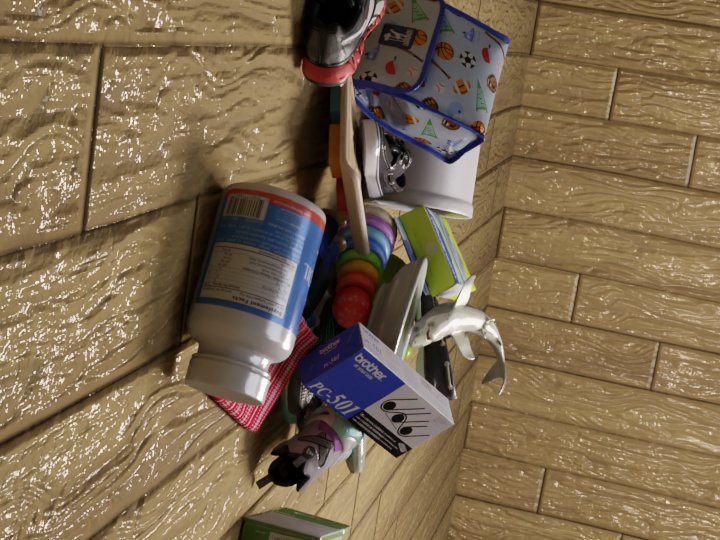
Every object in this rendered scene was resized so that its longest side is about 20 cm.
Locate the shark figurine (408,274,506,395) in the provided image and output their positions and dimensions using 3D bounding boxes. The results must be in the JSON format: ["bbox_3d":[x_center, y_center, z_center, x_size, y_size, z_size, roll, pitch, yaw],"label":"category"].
[{"bbox_3d":[0.145,0.081,1.838,0.213,0.089,0.130,31,79,-40],"label":"shark figurine"}]

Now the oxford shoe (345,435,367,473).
[{"bbox_3d":[0.004,0.174,1.770,0.075,0.057,0.204,162,-70,-70],"label":"oxford shoe"}]

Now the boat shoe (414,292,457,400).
[{"bbox_3d":[0.109,0.095,1.901,0.074,0.059,0.203,78,11,-65],"label":"boat shoe"}]

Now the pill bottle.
[{"bbox_3d":[-0.109,0.025,1.290,0.112,0.111,0.203,60,44,-72],"label":"pill bottle"}]

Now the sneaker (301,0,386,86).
[{"bbox_3d":[-0.015,-0.310,1.512,0.099,0.070,0.202,89,18,-52],"label":"sneaker"}]

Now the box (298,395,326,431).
[{"bbox_3d":[-0.051,0.164,1.841,0.201,0.037,0.138,82,23,-56],"label":"box"}]

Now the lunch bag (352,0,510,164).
[{"bbox_3d":[0.084,-0.269,1.738,0.124,0.198,0.172,-34,-145,59],"label":"lunch bag"}]

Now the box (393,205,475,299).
[{"bbox_3d":[0.108,-0.023,1.864,0.123,0.047,0.200,67,11,8],"label":"box"}]

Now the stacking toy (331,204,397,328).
[{"bbox_3d":[0.000,0.000,1.731,0.201,0.084,0.086,-80,173,-52],"label":"stacking toy"}]

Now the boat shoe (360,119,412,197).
[{"bbox_3d":[0.036,-0.146,1.717,0.200,0.065,0.071,80,4,-70],"label":"boat shoe"}]

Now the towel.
[{"bbox_3d":[-0.107,0.105,1.486,0.146,0.022,0.200,-58,163,-11],"label":"towel"}]

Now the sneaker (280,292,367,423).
[{"bbox_3d":[-0.045,0.112,1.697,0.078,0.090,0.202,82,23,-54],"label":"sneaker"}]

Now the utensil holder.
[{"bbox_3d":[0.096,-0.189,1.906,0.170,0.167,0.203,18,81,-77],"label":"utensil holder"}]

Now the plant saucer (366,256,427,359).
[{"bbox_3d":[0.038,0.074,1.689,0.200,0.049,0.203,17,90,-84],"label":"plant saucer"}]

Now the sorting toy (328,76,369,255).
[{"bbox_3d":[-0.018,-0.147,1.633,0.186,0.036,0.203,81,3,-58],"label":"sorting toy"}]

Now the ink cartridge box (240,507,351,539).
[{"bbox_3d":[-0.084,0.357,1.708,0.200,0.102,0.060,31,71,-77],"label":"ink cartridge box"}]

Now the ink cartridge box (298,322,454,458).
[{"bbox_3d":[0.021,0.149,1.584,0.200,0.093,0.045,43,24,-39],"label":"ink cartridge box"}]

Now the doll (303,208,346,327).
[{"bbox_3d":[-0.063,0.013,1.630,0.201,0.048,0.138,-65,160,-50],"label":"doll"}]

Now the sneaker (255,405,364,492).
[{"bbox_3d":[-0.077,0.239,1.678,0.139,0.078,0.200,-37,171,-17],"label":"sneaker"}]

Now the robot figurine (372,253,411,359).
[{"bbox_3d":[0.021,0.056,1.891,0.177,0.114,0.202,-92,-179,-47],"label":"robot figurine"}]
